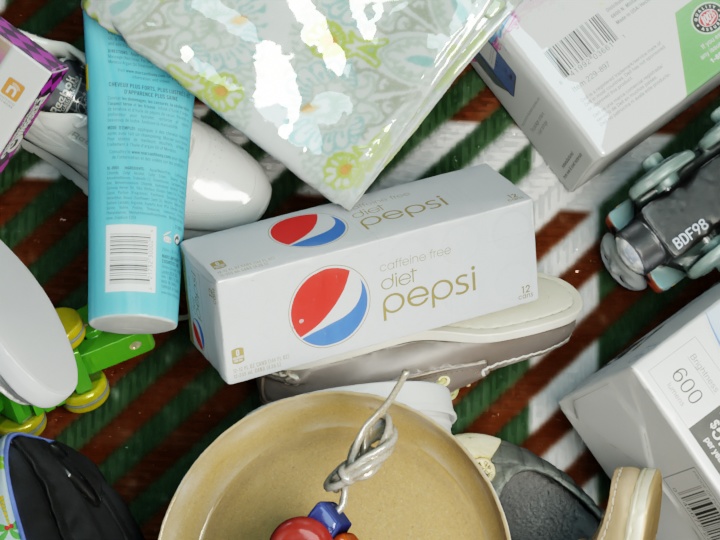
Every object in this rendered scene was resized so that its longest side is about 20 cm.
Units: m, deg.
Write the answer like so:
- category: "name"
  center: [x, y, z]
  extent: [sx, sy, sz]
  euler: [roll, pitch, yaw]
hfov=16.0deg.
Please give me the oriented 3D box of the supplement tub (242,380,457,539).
- category: "supplement tub"
  center: [0.006, 0.174, 1.447]
  extent: [0.140, 0.140, 0.201]
  euler: [-7, 77, -9]

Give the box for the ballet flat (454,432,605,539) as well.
- category: "ballet flat"
  center: [0.128, 0.161, 1.508]
  extent: [0.200, 0.057, 0.067]
  euler: [38, 75, 4]

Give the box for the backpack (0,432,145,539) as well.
- category: "backpack"
  center: [-0.185, 0.200, 1.399]
  extent: [0.147, 0.183, 0.201]
  euler: [-25, 71, 9]

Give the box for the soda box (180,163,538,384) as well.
- category: "soda box"
  center: [0.000, 0.000, 1.476]
  extent: [0.199, 0.064, 0.068]
  euler: [-15, 118, -20]

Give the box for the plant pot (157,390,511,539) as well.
- category: "plant pot"
  center: [-0.013, 0.165, 1.366]
  extent: [0.199, 0.027, 0.201]
  euler: [-3, 78, 14]

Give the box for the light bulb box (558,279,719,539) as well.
- category: "light bulb box"
  center: [0.261, 0.091, 1.487]
  extent: [0.200, 0.125, 0.199]
  euler: [-35, 90, -20]

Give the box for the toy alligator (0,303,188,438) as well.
- category: "toy alligator"
  center: [-0.167, 0.043, 1.508]
  extent: [0.199, 0.059, 0.054]
  euler: [-27, 40, -13]

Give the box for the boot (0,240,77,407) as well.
- category: "boot"
  center: [-0.250, 0.015, 1.457]
  extent: [0.096, 0.074, 0.200]
  euler: [-41, 80, 23]

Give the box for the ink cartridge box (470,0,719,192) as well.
- category: "ink cartridge box"
  center: [0.131, -0.174, 1.581]
  extent: [0.145, 0.088, 0.200]
  euler: [-37, 84, -14]

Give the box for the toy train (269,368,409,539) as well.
- category: "toy train"
  center: [0.008, 0.165, 1.309]
  extent: [0.116, 0.085, 0.200]
  euler: [37, 90, 8]

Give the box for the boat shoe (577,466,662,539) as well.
- category: "boat shoe"
  center: [0.117, 0.195, 1.453]
  extent: [0.069, 0.074, 0.201]
  euler: [20, 112, 11]

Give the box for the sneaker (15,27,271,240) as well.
- category: "sneaker"
  center: [-0.145, -0.082, 1.528]
  extent: [0.199, 0.081, 0.077]
  euler: [25, 72, -1]

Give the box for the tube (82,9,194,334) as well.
- category: "tube"
  center: [-0.128, -0.066, 1.476]
  extent: [0.077, 0.050, 0.201]
  euler: [9, 75, -30]

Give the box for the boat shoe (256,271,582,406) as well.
- category: "boat shoe"
  center: [0.035, 0.046, 1.525]
  extent: [0.199, 0.060, 0.072]
  euler: [-10, 33, -12]

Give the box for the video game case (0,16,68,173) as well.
- category: "video game case"
  center: [-0.298, -0.102, 1.493]
  extent: [0.200, 0.036, 0.182]
  euler: [37, 106, 3]

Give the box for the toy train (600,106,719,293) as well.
- category: "toy train"
  center: [0.231, -0.056, 1.547]
  extent: [0.200, 0.114, 0.085]
  euler: [-36, 84, -13]

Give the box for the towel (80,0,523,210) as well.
- category: "towel"
  center: [-0.031, -0.156, 1.453]
  extent: [0.200, 0.048, 0.171]
  euler: [38, 97, -5]
